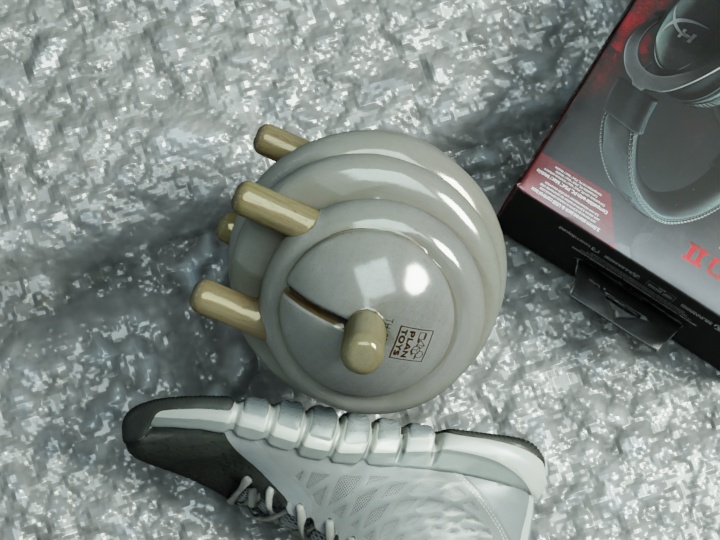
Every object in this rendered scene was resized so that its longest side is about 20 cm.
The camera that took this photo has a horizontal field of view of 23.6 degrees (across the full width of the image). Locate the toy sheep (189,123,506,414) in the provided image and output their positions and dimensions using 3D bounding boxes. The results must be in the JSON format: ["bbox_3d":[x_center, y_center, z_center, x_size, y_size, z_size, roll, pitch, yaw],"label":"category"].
[{"bbox_3d":[0.000,0.000,0.765,0.137,0.200,0.138,2,115,4],"label":"toy sheep"}]

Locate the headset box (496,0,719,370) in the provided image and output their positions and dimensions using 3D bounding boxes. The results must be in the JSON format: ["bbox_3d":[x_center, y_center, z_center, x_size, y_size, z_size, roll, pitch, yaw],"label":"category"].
[{"bbox_3d":[0.170,-0.055,0.840,0.149,0.077,0.200,33,76,3],"label":"headset box"}]

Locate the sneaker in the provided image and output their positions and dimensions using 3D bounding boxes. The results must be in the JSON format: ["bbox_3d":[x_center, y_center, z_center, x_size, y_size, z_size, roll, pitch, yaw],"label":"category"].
[{"bbox_3d":[-0.016,0.123,0.788,0.199,0.075,0.116,8,79,-4],"label":"sneaker"}]
